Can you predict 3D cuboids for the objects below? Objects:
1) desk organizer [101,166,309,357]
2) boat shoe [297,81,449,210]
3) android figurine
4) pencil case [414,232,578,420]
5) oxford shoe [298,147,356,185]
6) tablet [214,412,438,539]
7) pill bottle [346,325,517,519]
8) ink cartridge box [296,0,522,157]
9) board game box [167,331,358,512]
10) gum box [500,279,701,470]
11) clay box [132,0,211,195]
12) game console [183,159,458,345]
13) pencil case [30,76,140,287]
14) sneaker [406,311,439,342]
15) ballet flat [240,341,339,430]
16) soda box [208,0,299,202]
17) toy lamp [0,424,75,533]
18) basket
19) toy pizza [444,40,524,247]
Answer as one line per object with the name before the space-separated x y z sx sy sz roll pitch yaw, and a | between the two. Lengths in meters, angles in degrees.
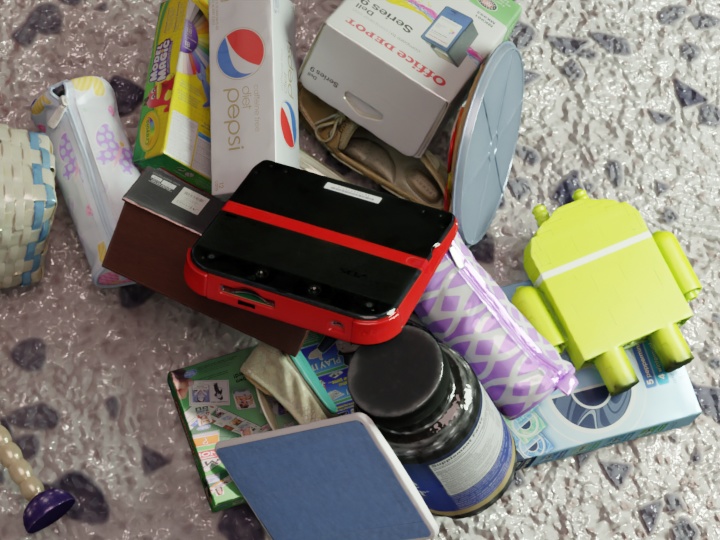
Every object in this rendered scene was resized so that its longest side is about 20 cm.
desk organizer | -0.124 -0.007 1.646 0.199 0.077 0.072 25 29 1
boat shoe | 0.013 -0.124 1.782 0.201 0.063 0.073 44 95 5
android figurine | 0.231 0.015 1.736 0.181 0.041 0.201 -23 73 -16
pencil case | 0.108 0.041 1.660 0.200 0.085 0.084 49 47 -6
oxford shoe | -0.023 -0.061 1.764 0.200 0.075 0.058 33 94 1
tablet | -0.032 0.187 1.579 0.014 0.200 0.130 -46 111 -42
pill bottle | 0.060 0.130 1.586 0.111 0.200 0.112 -10 58 16
ink cartridge box | 0.050 -0.220 1.786 0.145 0.088 0.200 33 45 5
board game box | -0.065 0.130 1.699 0.199 0.029 0.135 -16 73 -15
gum box | 0.203 0.087 1.748 0.199 0.045 0.171 -13 71 -13
clay box | -0.150 -0.176 1.765 0.115 0.047 0.201 30 58 -43
game console | -0.035 -0.018 1.576 0.199 0.031 0.177 17 41 15
pencil case | -0.243 -0.084 1.722 0.083 0.091 0.201 -19 74 -12
sneaker | 0.000 0.000 1.714 0.200 0.070 0.082 37 51 -8
ballet flat | -0.038 0.149 1.657 0.062 0.067 0.200 -38 73 6
soda box | -0.100 -0.163 1.719 0.068 0.064 0.201 -6 76 18
toy lamp | -0.332 0.140 1.640 0.058 0.058 0.200 -34 76 -19
basket | -0.381 -0.055 1.652 0.199 0.177 0.140 -3 54 -24
toy pizza | 0.113 -0.121 1.739 0.032 0.200 0.201 14 66 17
